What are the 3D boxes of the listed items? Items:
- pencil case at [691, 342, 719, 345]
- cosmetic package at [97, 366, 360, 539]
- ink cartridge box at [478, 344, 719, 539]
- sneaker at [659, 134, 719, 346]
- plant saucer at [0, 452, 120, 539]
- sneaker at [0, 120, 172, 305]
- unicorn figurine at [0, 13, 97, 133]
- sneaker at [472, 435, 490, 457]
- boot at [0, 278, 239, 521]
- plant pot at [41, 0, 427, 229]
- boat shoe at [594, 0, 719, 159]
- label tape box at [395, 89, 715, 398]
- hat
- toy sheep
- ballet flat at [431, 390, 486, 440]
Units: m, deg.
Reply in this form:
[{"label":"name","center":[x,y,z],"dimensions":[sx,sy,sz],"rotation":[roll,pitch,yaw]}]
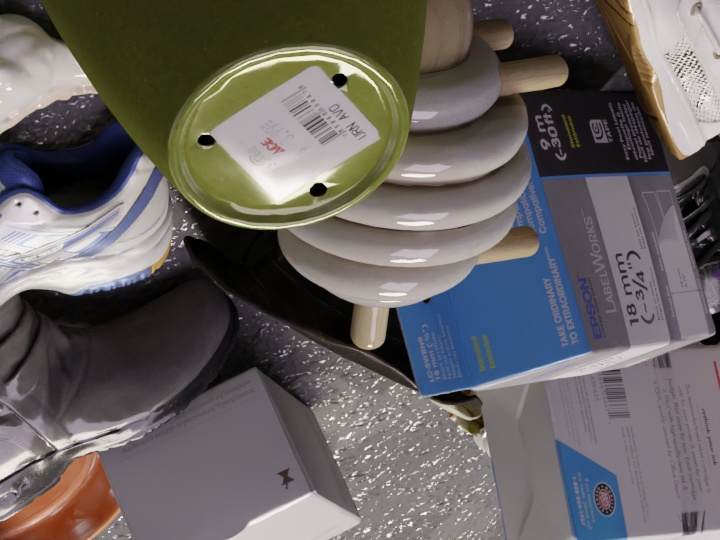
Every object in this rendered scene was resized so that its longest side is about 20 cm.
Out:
[{"label":"pencil case","center":[0.214,0.121,1.522],"dimensions":[0.091,0.083,0.200],"rotation":[-21,154,-48]},{"label":"cosmetic package","center":[-0.073,0.128,1.299],"dimensions":[0.107,0.085,0.200],"rotation":[-25,166,1]},{"label":"ink cartridge box","center":[0.176,0.109,1.324],"dimensions":[0.200,0.116,0.067],"rotation":[1,162,-35]},{"label":"sneaker","center":[0.200,-0.025,1.303],"dimensions":[0.076,0.088,0.200],"rotation":[-27,147,5]},{"label":"plant saucer","center":[-0.232,0.130,1.306],"dimensions":[0.200,0.032,0.200],"rotation":[-16,146,-11]},{"label":"sneaker","center":[-0.190,-0.023,1.089],"dimensions":[0.200,0.075,0.088],"rotation":[-21,141,-22]},{"label":"unicorn figurine","center":[-0.180,-0.081,1.014],"dimensions":[0.200,0.074,0.137],"rotation":[-22,160,24]},{"label":"sneaker","center":[0.143,0.080,1.418],"dimensions":[0.074,0.087,0.200],"rotation":[-2,140,-26]},{"label":"boot","center":[-0.166,0.039,1.182],"dimensions":[0.200,0.070,0.132],"rotation":[-38,128,-15]},{"label":"plant pot","center":[-0.047,-0.118,0.882],"dimensions":[0.187,0.200,0.187],"rotation":[-9,135,-9]},{"label":"boat shoe","center":[0.160,-0.141,1.127],"dimensions":[0.069,0.071,0.200],"rotation":[-29,142,2]},{"label":"label tape box","center":[0.095,-0.017,1.148],"dimensions":[0.063,0.144,0.200],"rotation":[-21,170,37]},{"label":"hat","center":[0.000,0.000,1.173],"dimensions":[0.200,0.200,0.081],"rotation":[24,95,-49]},{"label":"toy sheep","center":[0.019,-0.050,1.025],"dimensions":[0.138,0.138,0.200],"rotation":[-7,118,-23]},{"label":"ballet flat","center":[0.060,0.049,1.327],"dimensions":[0.064,0.076,0.200],"rotation":[-55,148,-12]}]
